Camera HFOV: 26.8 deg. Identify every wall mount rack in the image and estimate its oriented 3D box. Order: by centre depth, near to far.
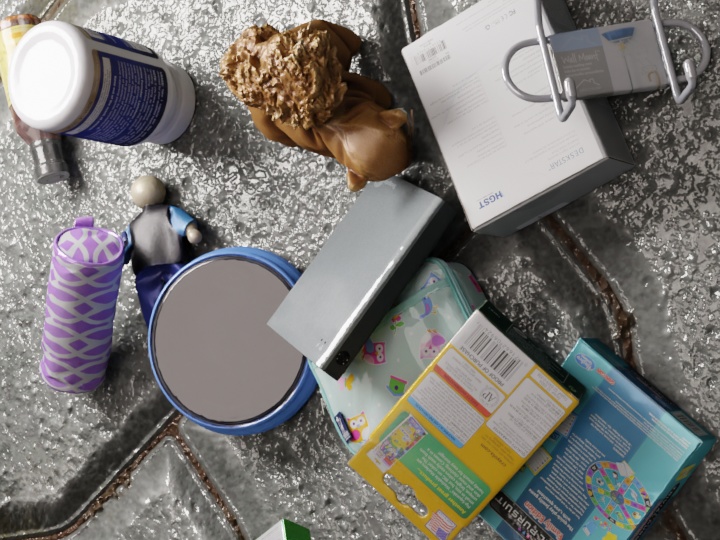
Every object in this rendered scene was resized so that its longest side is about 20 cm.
[{"bbox_3d":[0.223,-0.228,1.366,0.198,0.075,0.175,-9,74,-7],"label":"wall mount rack"}]

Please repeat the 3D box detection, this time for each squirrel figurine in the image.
[{"bbox_3d":[-0.039,-0.161,1.498,0.142,0.199,0.187,-50,52,11],"label":"squirrel figurine"}]

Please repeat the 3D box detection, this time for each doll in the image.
[{"bbox_3d":[-0.228,-0.009,1.692,0.135,0.048,0.202,-16,79,28],"label":"doll"}]

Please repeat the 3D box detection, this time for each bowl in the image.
[{"bbox_3d":[-0.134,0.075,1.607,0.199,0.039,0.203,-1,87,16],"label":"bowl"}]

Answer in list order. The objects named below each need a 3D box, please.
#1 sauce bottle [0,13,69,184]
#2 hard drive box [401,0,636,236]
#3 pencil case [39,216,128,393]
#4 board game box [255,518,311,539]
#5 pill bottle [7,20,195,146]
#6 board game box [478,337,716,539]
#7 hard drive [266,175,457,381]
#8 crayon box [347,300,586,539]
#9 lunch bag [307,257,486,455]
[{"bbox_3d":[-0.385,-0.202,1.789,0.066,0.066,0.202,-23,78,28],"label":"sauce bottle"},{"bbox_3d":[0.150,-0.157,1.457,0.155,0.077,0.202,-28,73,27],"label":"hard drive box"},{"bbox_3d":[-0.314,0.041,1.686,0.086,0.083,0.201,55,139,46],"label":"pencil case"},{"bbox_3d":[-0.102,0.379,1.545,0.153,0.040,0.201,-40,41,27],"label":"board game box"},{"bbox_3d":[-0.276,-0.197,1.643,0.115,0.199,0.117,-3,85,32],"label":"pill bottle"},{"bbox_3d":[0.213,0.188,1.417,0.151,0.047,0.201,42,108,26],"label":"board game box"},{"bbox_3d":[0.000,0.000,1.499,0.201,0.033,0.139,-54,30,-2],"label":"hard drive"},{"bbox_3d":[0.098,0.145,1.411,0.126,0.052,0.200,41,108,6],"label":"crayon box"},{"bbox_3d":[0.043,0.088,1.506,0.199,0.077,0.161,-34,72,24],"label":"lunch bag"}]
